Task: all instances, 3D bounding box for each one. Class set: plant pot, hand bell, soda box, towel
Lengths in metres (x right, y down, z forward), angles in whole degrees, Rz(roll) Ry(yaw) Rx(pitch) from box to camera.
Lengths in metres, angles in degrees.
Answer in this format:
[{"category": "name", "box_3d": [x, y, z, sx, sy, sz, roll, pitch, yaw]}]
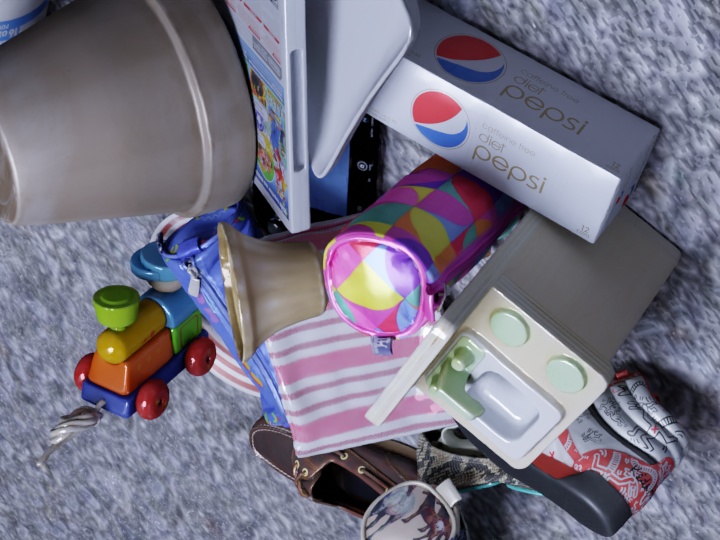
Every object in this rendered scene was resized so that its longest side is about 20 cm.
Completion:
[{"category": "plant pot", "box_3d": [-0.201, -0.117, 1.103, 0.200, 0.173, 0.201, 43, 144, 42]}, {"category": "hand bell", "box_3d": [0.000, 0.000, 1.099, 0.104, 0.199, 0.105, 170, 90, -79]}, {"category": "soda box", "box_3d": [0.096, -0.105, 1.004, 0.199, 0.068, 0.064, 31, 138, 15]}, {"category": "towel", "box_3d": [-0.003, 0.053, 1.169, 0.145, 0.030, 0.201, -12, 114, 2]}]

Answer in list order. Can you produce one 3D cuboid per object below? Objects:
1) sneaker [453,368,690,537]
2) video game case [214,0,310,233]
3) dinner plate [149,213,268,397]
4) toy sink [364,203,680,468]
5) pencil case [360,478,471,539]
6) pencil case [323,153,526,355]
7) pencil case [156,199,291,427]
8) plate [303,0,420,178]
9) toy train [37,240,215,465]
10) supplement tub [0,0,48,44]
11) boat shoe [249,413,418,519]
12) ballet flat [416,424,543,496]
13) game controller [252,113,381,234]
[{"category": "sneaker", "box_3d": [0.156, 0.111, 1.123, 0.201, 0.108, 0.067, 34, 157, 45]}, {"category": "video game case", "box_3d": [-0.072, -0.146, 1.055, 0.143, 0.018, 0.201, -128, 30, -47]}, {"category": "dinner plate", "box_3d": [-0.104, 0.028, 1.305, 0.199, 0.024, 0.201, 21, 134, 23]}, {"category": "toy sink", "box_3d": [0.116, 0.048, 1.015, 0.112, 0.200, 0.131, 39, 138, 5]}, {"category": "pencil case", "box_3d": [0.066, 0.244, 1.252, 0.078, 0.089, 0.200, 65, -177, 31]}, {"category": "pencil case", "box_3d": [0.049, -0.023, 1.009, 0.088, 0.200, 0.089, 12, 120, 21]}, {"category": "pencil case", "box_3d": [-0.087, 0.039, 1.220, 0.078, 0.087, 0.201, -17, 113, 33]}, {"category": "plate", "box_3d": [-0.021, -0.192, 0.983, 0.201, 0.032, 0.200, 70, 154, 17]}, {"category": "toy train", "box_3d": [-0.205, 0.066, 1.242, 0.084, 0.200, 0.116, 19, 128, 24]}, {"category": "supplement tub", "box_3d": [-0.331, -0.194, 1.223, 0.132, 0.132, 0.200, 35, 138, 9]}, {"category": "boat shoe", "box_3d": [-0.025, 0.177, 1.331, 0.199, 0.070, 0.071, 13, 131, 32]}, {"category": "ballet flat", "box_3d": [0.121, 0.147, 1.202, 0.199, 0.068, 0.076, -6, 97, 43]}, {"category": "game controller", "box_3d": [-0.034, -0.096, 1.135, 0.104, 0.042, 0.201, 23, 135, 22]}]
